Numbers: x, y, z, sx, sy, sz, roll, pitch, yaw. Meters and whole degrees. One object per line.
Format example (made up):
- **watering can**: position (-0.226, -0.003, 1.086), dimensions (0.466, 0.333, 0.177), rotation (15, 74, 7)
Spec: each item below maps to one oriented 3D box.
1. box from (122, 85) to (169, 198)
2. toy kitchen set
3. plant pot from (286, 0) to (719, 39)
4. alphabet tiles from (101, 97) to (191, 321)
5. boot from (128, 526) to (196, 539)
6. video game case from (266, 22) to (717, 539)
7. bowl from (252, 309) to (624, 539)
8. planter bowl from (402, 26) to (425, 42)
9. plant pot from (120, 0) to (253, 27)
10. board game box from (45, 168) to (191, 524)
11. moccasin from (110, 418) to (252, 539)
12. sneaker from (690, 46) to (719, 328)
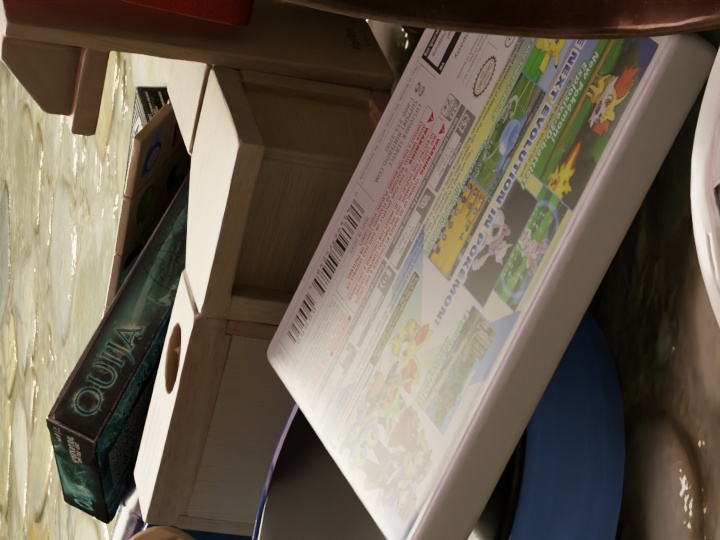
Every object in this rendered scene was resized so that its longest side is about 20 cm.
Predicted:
- **box**: position (-0.106, 0.026, 1.596), dimensions (0.200, 0.047, 0.194), rotation (-110, 23, -50)
- **toy kitchen set**: position (-0.087, -0.021, 1.167), dimensions (0.200, 0.162, 0.181), rotation (-112, 33, -61)
- **plant pot**: position (0.043, -0.189, 0.812), dimensions (0.200, 0.199, 0.200), rotation (155, 121, -73)
- **alphabet tiles**: position (-0.075, -0.047, 1.342), dimensions (0.200, 0.008, 0.168), rotation (-53, -18, -49)
- **boot**: position (-0.061, 0.219, 1.260), dimensions (0.166, 0.072, 0.201), rotation (32, -135, -76)
- **video game case**: position (0.039, -0.018, 0.975), dimensions (0.201, 0.022, 0.182), rotation (-63, 25, 12)
- **bowl**: position (0.021, 0.092, 1.014), dimensions (0.200, 0.039, 0.202), rotation (-38, 42, 45)
- **planter bowl**: position (-0.006, -0.198, 1.167), dimensions (0.200, 0.083, 0.202), rotation (-179, 90, -74)
- **plant pot**: position (-0.134, -0.232, 1.151), dimensions (0.200, 0.199, 0.177), rotation (-124, 48, -64)
- **board game box**: position (-0.085, 0.011, 1.295), dimensions (0.201, 0.028, 0.135), rotation (-61, -8, -20)
- **moccasin**: position (-0.074, 0.109, 1.285), dimensions (0.068, 0.080, 0.201), rotation (-102, 30, -62)
- **sneaker**: position (0.134, -0.054, 0.670), dimensions (0.112, 0.073, 0.201), rotation (-173, 85, -76)
